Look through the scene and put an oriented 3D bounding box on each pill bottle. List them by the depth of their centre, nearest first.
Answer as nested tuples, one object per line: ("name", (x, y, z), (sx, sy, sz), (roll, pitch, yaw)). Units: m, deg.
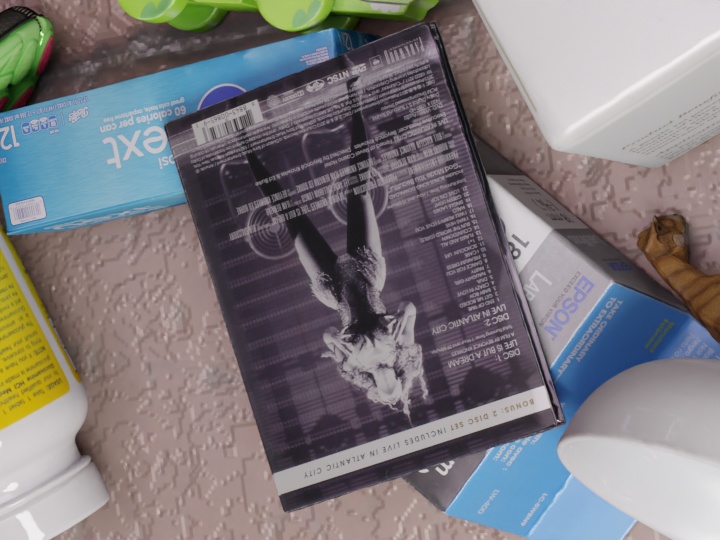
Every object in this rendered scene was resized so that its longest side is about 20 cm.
("pill bottle", (-0.211, 0.048, 1.311), (0.112, 0.112, 0.201), (-26, 94, 19))

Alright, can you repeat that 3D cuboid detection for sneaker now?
("sneaker", (-0.253, -0.092, 1.356), (0.200, 0.077, 0.084), (-27, 85, 18))

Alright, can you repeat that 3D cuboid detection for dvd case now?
("dvd case", (0.000, 0.000, 1.219), (0.148, 0.016, 0.201), (-19, 85, 21))

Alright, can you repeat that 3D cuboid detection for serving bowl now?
("serving bowl", (0.190, 0.089, 1.130), (0.199, 0.200, 0.066), (20, 77, 20))

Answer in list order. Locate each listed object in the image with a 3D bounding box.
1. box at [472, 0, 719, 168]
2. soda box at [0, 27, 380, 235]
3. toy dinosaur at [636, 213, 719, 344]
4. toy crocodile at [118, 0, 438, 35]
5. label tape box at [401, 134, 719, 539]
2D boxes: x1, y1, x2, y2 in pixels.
("box", (0.144, -0.180, 1.148), (0.199, 0.171, 0.200), (-32, 79, 18))
("soda box", (-0.085, -0.069, 1.294), (0.199, 0.068, 0.064), (-12, 88, 21))
("toy dinosaur", (0.187, 0.032, 1.156), (0.061, 0.106, 0.200), (-65, 28, 7))
("toy crocodile", (-0.057, -0.151, 1.283), (0.199, 0.067, 0.062), (7, 92, 21))
("label tape box", (0.067, 0.040, 1.237), (0.200, 0.063, 0.144), (39, 104, 17))
